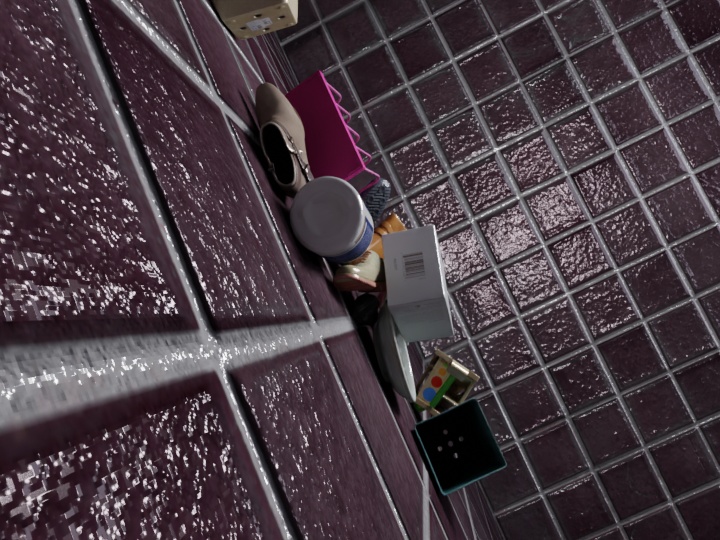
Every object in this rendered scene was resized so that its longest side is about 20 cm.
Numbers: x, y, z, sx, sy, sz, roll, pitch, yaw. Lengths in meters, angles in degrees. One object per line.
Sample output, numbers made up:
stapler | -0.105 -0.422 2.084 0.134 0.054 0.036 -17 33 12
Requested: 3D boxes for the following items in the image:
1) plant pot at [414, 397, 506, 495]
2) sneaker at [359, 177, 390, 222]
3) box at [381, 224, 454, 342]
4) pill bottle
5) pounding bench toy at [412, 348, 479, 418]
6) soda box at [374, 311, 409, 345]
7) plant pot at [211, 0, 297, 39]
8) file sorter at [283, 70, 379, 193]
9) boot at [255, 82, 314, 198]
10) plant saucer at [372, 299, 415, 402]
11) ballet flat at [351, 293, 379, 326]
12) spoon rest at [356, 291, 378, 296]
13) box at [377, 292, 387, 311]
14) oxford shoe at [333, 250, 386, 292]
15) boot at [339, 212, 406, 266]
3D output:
plant pot | 0.204 0.376 1.102 0.200 0.139 0.143 75 -8 -71
sneaker | -0.012 -0.119 1.063 0.069 0.201 0.082 7 36 -41
box | 0.115 0.034 1.007 0.201 0.104 0.155 63 20 -59
pill bottle | -0.037 -0.071 0.816 0.200 0.110 0.112 33 32 -81
pounding bench toy | 0.200 0.294 1.260 0.123 0.157 0.200 32 -3 13
soda box | 0.074 0.143 1.264 0.200 0.063 0.069 -77 142 -83
plant pot | -0.219 -0.588 1.028 0.200 0.197 0.180 -84 159 -81
file sorter | -0.068 -0.234 0.971 0.202 0.138 0.125 66 20 11
boot | -0.126 -0.209 0.791 0.146 0.069 0.202 -57 122 -82
plant saucer | 0.061 0.160 0.997 0.200 0.049 0.203 -15 90 -82
ballet flat | 0.021 0.075 1.029 0.067 0.056 0.200 56 4 2
spoon rest | 0.023 0.032 1.276 0.200 0.060 0.100 -93 157 -76
box | 0.117 0.054 1.247 0.126 0.111 0.200 20 7 -1
oxford shoe | 0.000 0.000 0.927 0.200 0.070 0.075 15 72 -72
boot | 0.025 -0.054 1.033 0.076 0.156 0.200 36 -8 42
